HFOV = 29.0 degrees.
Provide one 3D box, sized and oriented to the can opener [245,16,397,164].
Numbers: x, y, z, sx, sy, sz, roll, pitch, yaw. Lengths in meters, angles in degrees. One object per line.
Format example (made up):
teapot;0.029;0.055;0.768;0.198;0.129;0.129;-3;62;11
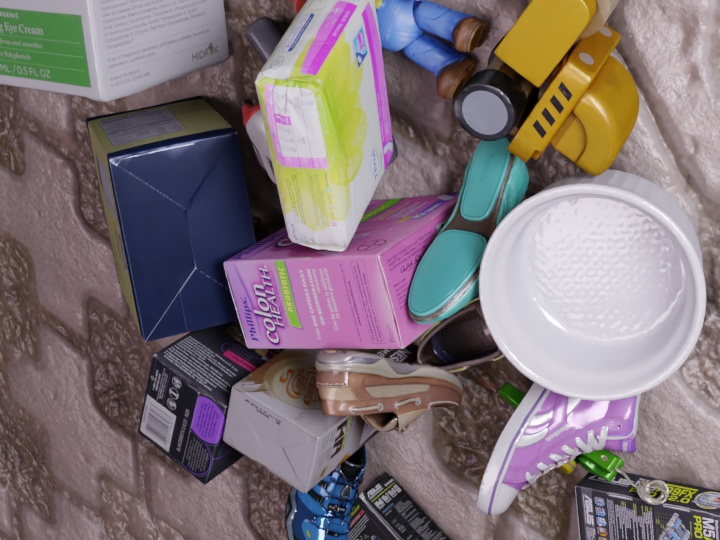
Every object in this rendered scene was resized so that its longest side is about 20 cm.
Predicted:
can opener;-0.036;-0.183;1.428;0.067;0.053;0.201;-35;86;10

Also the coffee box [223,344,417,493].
coffee box;-0.036;0.132;1.464;0.114;0.200;0.080;30;127;24

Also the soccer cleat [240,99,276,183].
soccer cleat;-0.072;-0.113;1.398;0.068;0.200;0.086;-23;75;0

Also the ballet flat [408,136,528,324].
ballet flat;0.110;-0.028;1.305;0.067;0.201;0.070;13;161;37

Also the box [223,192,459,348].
box;0.000;0.000;1.391;0.199;0.176;0.097;-3;110;39

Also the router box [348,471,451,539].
router box;0.021;0.351;1.616;0.150;0.062;0.200;46;131;11

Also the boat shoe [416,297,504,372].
boat shoe;0.137;0.053;1.388;0.199;0.059;0.072;-26;94;42

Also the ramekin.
ramekin;0.214;0.007;1.254;0.199;0.098;0.202;7;111;18

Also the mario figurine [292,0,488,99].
mario figurine;0.012;-0.233;1.315;0.199;0.106;0.124;28;92;16

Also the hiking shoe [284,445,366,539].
hiking shoe;-0.034;0.237;1.532;0.087;0.074;0.202;-36;48;53

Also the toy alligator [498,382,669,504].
toy alligator;0.221;0.178;1.387;0.199;0.059;0.054;34;168;24

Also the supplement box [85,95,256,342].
supplement box;-0.199;-0.061;1.483;0.200;0.133;0.202;-134;34;-65

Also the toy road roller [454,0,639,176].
toy road roller;0.189;-0.177;1.205;0.146;0.123;0.200;35;132;2

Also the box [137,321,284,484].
box;-0.135;0.122;1.536;0.106;0.200;0.123;33;127;20

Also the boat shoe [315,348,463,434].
boat shoe;0.026;0.125;1.376;0.075;0.199;0.072;-3;78;45

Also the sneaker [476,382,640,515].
sneaker;0.198;0.165;1.329;0.114;0.073;0.201;32;87;16

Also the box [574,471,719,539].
box;0.301;0.306;1.392;0.159;0.044;0.202;6;114;35

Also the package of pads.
package of pads;-0.028;-0.136;1.277;0.068;0.155;0.201;8;136;19

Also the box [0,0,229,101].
box;-0.276;-0.288;1.452;0.198;0.200;0.173;12;116;34
